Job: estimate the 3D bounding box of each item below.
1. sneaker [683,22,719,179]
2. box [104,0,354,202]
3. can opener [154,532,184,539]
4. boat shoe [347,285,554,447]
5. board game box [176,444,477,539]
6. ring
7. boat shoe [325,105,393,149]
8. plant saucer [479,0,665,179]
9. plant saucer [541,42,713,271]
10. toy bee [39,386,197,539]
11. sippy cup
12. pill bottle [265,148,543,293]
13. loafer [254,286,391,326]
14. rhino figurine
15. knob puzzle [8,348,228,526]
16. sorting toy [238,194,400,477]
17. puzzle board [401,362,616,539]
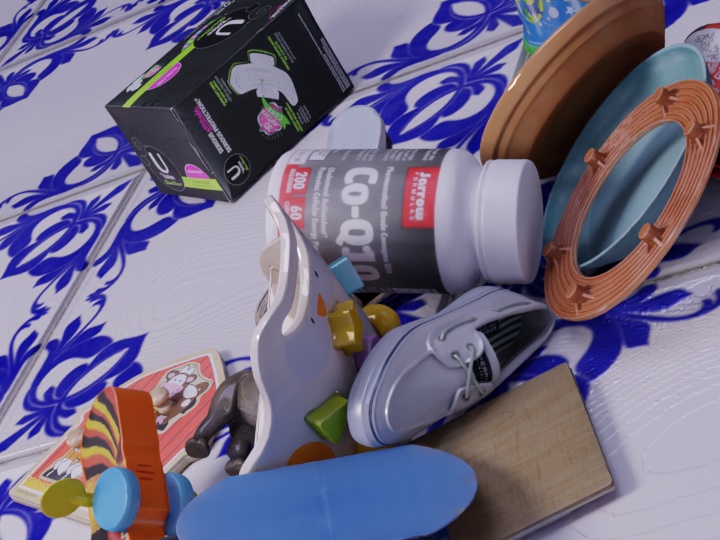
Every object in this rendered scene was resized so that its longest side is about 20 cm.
[{"bbox_3d":[0.286,-0.134,1.433,0.108,0.067,0.201,-35,29,-11],"label":"sneaker"},{"bbox_3d":[-0.139,-0.184,1.907,0.200,0.125,0.148,-44,29,-25],"label":"box"},{"bbox_3d":[-0.100,0.204,1.207,0.053,0.200,0.067,39,105,22],"label":"can opener"},{"bbox_3d":[0.069,0.063,1.299,0.067,0.074,0.200,3,30,38],"label":"boat shoe"},{"bbox_3d":[-0.019,0.169,1.182,0.199,0.039,0.158,-10,15,-3],"label":"board game box"},{"bbox_3d":[0.192,-0.055,1.314,0.201,0.019,0.201,-53,18,26],"label":"ring"},{"bbox_3d":[-0.008,-0.045,1.595,0.073,0.068,0.200,-7,59,22],"label":"boat shoe"},{"bbox_3d":[0.182,-0.145,1.478,0.200,0.200,0.037,-39,69,-13],"label":"plant saucer"},{"bbox_3d":[0.213,-0.080,1.387,0.200,0.036,0.200,-52,18,25],"label":"plant saucer"},{"bbox_3d":[-0.182,0.192,1.343,0.109,0.131,0.200,-45,29,32],"label":"toy bee"},{"bbox_3d":[0.195,-0.289,1.721,0.177,0.131,0.140,-14,31,33],"label":"sippy cup"},{"bbox_3d":[0.036,-0.039,1.410,0.199,0.114,0.114,0,37,18],"label":"pill bottle"},{"bbox_3d":[0.000,0.000,1.495,0.199,0.072,0.063,-30,4,-1],"label":"loafer"},{"bbox_3d":[-0.037,0.102,1.390,0.199,0.060,0.088,-14,36,29],"label":"rhino figurine"},{"bbox_3d":[-0.193,0.130,1.541,0.219,0.031,0.220,-25,27,14],"label":"knob puzzle"},{"bbox_3d":[-0.043,0.043,1.277,0.106,0.180,0.201,-5,56,13],"label":"sorting toy"},{"bbox_3d":[0.072,0.152,1.239,0.199,0.017,0.151,-28,28,9],"label":"puzzle board"}]
